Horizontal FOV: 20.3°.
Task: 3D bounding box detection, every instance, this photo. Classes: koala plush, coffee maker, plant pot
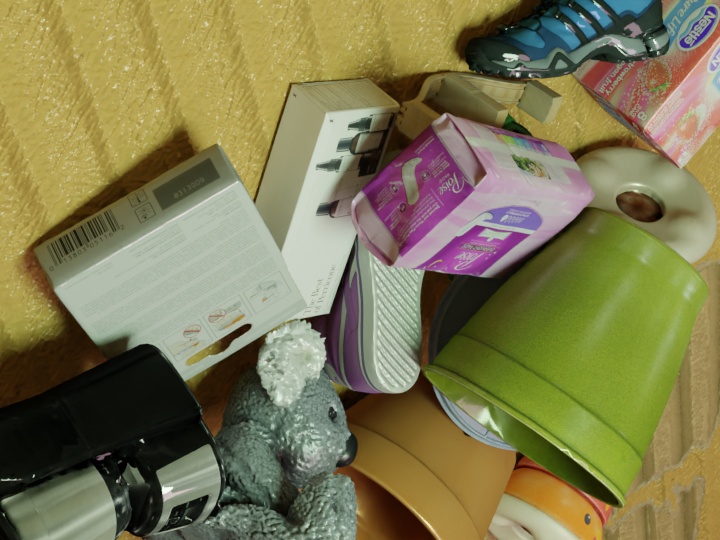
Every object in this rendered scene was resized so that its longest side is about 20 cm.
[{"bbox_3d":[-0.075,0.152,1.650,0.178,0.182,0.201,97,8,-60],"label":"koala plush"},{"bbox_3d":[-0.222,0.131,1.477,0.199,0.193,0.134,-24,-178,-41],"label":"coffee maker"},{"bbox_3d":[0.047,0.184,1.823,0.140,0.199,0.201,-49,148,-26],"label":"plant pot"},{"bbox_3d":[0.186,0.060,1.666,0.193,0.200,0.200,-55,145,-8],"label":"plant pot"}]

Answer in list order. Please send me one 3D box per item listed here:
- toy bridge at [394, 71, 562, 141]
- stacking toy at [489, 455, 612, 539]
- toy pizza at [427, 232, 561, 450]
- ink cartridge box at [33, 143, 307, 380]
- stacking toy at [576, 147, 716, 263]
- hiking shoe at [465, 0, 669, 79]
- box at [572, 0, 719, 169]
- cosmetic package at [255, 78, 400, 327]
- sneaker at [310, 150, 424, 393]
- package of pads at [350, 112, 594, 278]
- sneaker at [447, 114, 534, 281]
[{"bbox_3d":[0.090,-0.137,1.649,0.199,0.067,0.027,-16,136,-52],"label":"toy bridge"},{"bbox_3d":[0.223,0.206,2.089,0.201,0.145,0.146,-56,147,-18],"label":"stacking toy"},{"bbox_3d":[0.151,0.061,1.763,0.199,0.032,0.202,-5,108,-14],"label":"toy pizza"},{"bbox_3d":[-0.140,0.007,1.548,0.159,0.047,0.200,-31,148,-3],"label":"ink cartridge box"},{"bbox_3d":[0.235,-0.001,1.871,0.145,0.146,0.201,-21,146,-31],"label":"stacking toy"},{"bbox_3d":[0.168,-0.210,1.679,0.199,0.074,0.087,-14,105,-30],"label":"hiking shoe"},{"bbox_3d":[0.298,-0.206,1.772,0.200,0.103,0.095,-49,144,4],"label":"box"},{"bbox_3d":[-0.039,-0.053,1.612,0.082,0.051,0.201,-9,129,-40],"label":"cosmetic package"},{"bbox_3d":[-0.001,0.000,1.691,0.072,0.114,0.202,10,85,-35],"label":"sneaker"},{"bbox_3d":[0.090,-0.054,1.600,0.120,0.076,0.200,-43,157,22],"label":"package of pads"},{"bbox_3d":[0.119,-0.044,1.755,0.078,0.085,0.201,-26,140,-26],"label":"sneaker"}]
